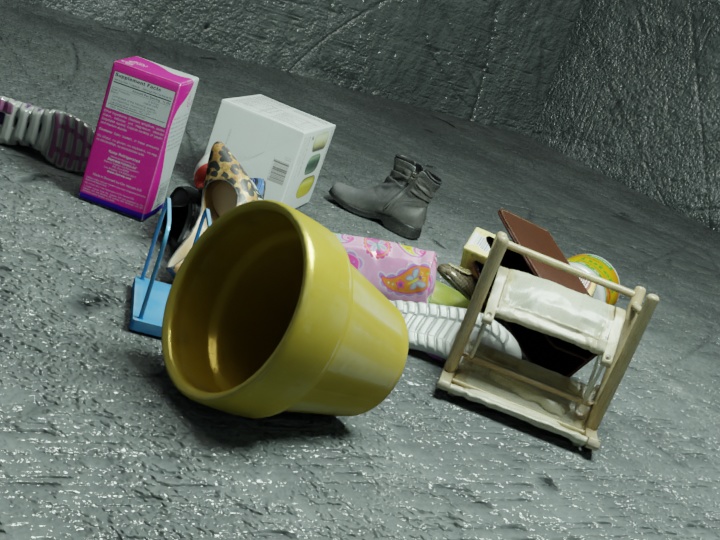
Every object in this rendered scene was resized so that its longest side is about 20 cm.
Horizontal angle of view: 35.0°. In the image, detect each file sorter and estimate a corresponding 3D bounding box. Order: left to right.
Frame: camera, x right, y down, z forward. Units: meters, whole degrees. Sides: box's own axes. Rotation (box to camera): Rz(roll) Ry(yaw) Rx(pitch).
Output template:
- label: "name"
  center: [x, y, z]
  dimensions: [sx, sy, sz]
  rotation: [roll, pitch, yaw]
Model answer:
- label: "file sorter"
  center: [-0.142, 0.012, 1.270]
  dimensions: [0.200, 0.123, 0.139]
  rotation: [16, 15, -15]

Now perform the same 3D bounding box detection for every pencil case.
- label: "pencil case"
  center: [0.000, 0.000, 1.503]
  dimensions: [0.200, 0.088, 0.087]
  rotation: [8, 14, 6]

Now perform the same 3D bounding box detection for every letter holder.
- label: "letter holder"
  center: [0.228, 0.031, 1.532]
  dimensions: [0.142, 0.101, 0.200]
  rotation: [21, 33, -49]

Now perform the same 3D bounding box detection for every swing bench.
- label: "swing bench"
  center: [0.219, 0.082, 1.362]
  dimensions: [0.199, 0.200, 0.130]
  rotation: [22, 6, 5]

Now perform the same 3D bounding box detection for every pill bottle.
- label: "pill bottle"
  center: [0.360, 0.032, 1.858]
  dimensions: [0.111, 0.111, 0.200]
  rotation: [25, 16, 18]

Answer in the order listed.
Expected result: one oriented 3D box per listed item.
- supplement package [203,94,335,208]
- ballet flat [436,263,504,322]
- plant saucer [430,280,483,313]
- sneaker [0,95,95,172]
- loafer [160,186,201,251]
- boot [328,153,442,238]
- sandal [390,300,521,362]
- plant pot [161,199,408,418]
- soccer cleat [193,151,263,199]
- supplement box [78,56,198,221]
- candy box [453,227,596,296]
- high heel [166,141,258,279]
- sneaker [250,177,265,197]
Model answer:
- label: "supplement package"
  center: [-0.155, -0.195, 1.913]
  dimensions: [0.150, 0.152, 0.200]
  rotation: [23, 15, 8]
- label: "ballet flat"
  center: [0.187, 0.035, 1.642]
  dimensions: [0.200, 0.046, 0.067]
  rotation: [33, 8, -30]
- label: "plant saucer"
  center: [0.078, 0.043, 1.614]
  dimensions: [0.200, 0.031, 0.200]
  rotation: [19, 14, -5]
- label: "sneaker"
  center: [-0.468, -0.208, 1.715]
  dimensions: [0.200, 0.081, 0.088]
  rotation: [21, 7, 5]
- label: "loafer"
  center: [-0.234, -0.069, 1.532]
  dimensions: [0.070, 0.068, 0.201]
  rotation: [22, 16, -28]
- label: "boot"
  center: [0.048, -0.153, 2.062]
  dimensions: [0.200, 0.132, 0.070]
  rotation: [25, 17, 18]
- label: "sandal"
  center: [0.108, 0.086, 1.460]
  dimensions: [0.202, 0.083, 0.050]
  rotation: [19, -28, 1]
- label: "plant pot"
  center: [-0.060, 0.057, 1.119]
  dimensions: [0.189, 0.201, 0.201]
  rotation: [28, 6, -43]
- label: "soccer cleat"
  center: [-0.150, -0.082, 1.556]
  dimensions: [0.200, 0.069, 0.085]
  rotation: [45, 18, -26]
- label: "supplement box"
  center: [-0.308, -0.187, 1.595]
  dimensions: [0.103, 0.200, 0.101]
  rotation: [21, 15, 1]
- label: "candy box"
  center: [0.245, 0.026, 1.713]
  dimensions: [0.200, 0.116, 0.055]
  rotation: [25, 52, 15]
- label: "high heel"
  center: [-0.192, -0.072, 1.404]
  dimensions: [0.071, 0.200, 0.142]
  rotation: [-17, -13, 34]
- label: "sneaker"
  center: [-0.185, -0.100, 1.702]
  dimensions: [0.078, 0.075, 0.200]
  rotation: [14, 14, -10]
